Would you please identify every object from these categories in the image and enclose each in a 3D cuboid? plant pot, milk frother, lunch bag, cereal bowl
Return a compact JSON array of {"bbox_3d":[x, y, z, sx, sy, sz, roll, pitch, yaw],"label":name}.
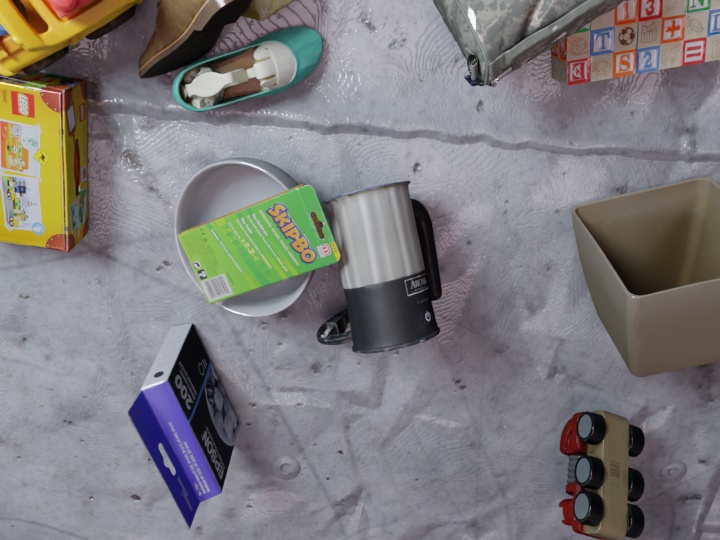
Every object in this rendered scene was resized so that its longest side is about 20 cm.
[{"bbox_3d":[0.407,0.020,0.821,0.193,0.203,0.181,-12,127,3],"label":"plant pot"},{"bbox_3d":[0.000,0.000,0.808,0.194,0.180,0.194,-11,92,22],"label":"milk frother"},{"bbox_3d":[0.173,-0.307,0.648,0.196,0.171,0.140,-28,148,9],"label":"lunch bag"},{"bbox_3d":[-0.138,-0.050,0.801,0.194,0.084,0.206,6,113,14],"label":"cereal bowl"}]

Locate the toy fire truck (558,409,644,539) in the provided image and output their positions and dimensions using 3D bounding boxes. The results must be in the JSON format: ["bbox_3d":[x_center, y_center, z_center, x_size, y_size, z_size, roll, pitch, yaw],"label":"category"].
[{"bbox_3d":[0.367,0.337,0.992,0.125,0.181,0.200,17,155,-10],"label":"toy fire truck"}]

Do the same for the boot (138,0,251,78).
[{"bbox_3d":[-0.200,-0.285,0.690,0.197,0.073,0.077,-23,101,41],"label":"boot"}]

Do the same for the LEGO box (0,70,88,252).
[{"bbox_3d":[-0.425,-0.140,0.764,0.144,0.078,0.206,9,114,-6],"label":"LEGO box"}]

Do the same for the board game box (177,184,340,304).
[{"bbox_3d":[-0.122,-0.031,0.744,0.195,0.030,0.098,-16,106,24],"label":"board game box"}]

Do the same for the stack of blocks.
[{"bbox_3d":[0.332,-0.301,0.734,0.193,0.059,0.118,-10,114,2],"label":"stack of blocks"}]

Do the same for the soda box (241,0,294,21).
[{"bbox_3d":[-0.127,-0.373,0.634,0.068,0.063,0.203,-41,137,-25],"label":"soda box"}]

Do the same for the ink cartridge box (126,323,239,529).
[{"bbox_3d":[-0.237,0.210,0.862,0.042,0.201,0.203,-14,115,8],"label":"ink cartridge box"}]

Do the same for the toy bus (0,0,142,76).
[{"bbox_3d":[-0.323,-0.284,0.624,0.197,0.192,0.138,-33,125,-6],"label":"toy bus"}]

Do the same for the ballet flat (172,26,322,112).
[{"bbox_3d":[-0.136,-0.235,0.738,0.194,0.071,0.069,-17,117,5],"label":"ballet flat"}]
